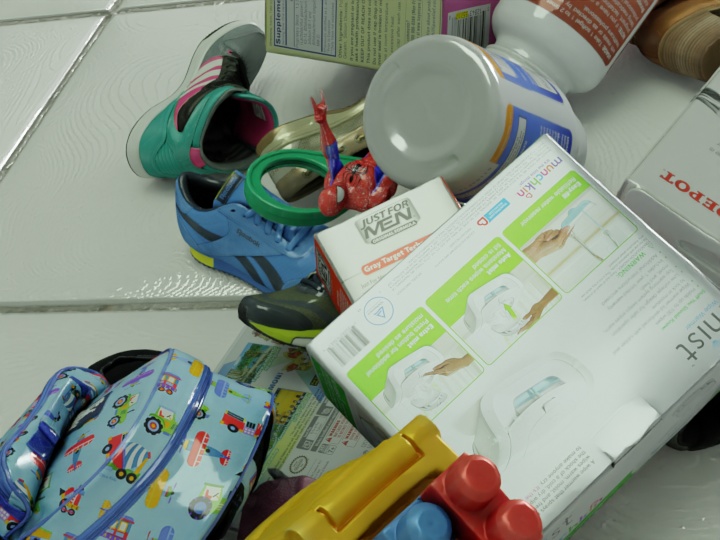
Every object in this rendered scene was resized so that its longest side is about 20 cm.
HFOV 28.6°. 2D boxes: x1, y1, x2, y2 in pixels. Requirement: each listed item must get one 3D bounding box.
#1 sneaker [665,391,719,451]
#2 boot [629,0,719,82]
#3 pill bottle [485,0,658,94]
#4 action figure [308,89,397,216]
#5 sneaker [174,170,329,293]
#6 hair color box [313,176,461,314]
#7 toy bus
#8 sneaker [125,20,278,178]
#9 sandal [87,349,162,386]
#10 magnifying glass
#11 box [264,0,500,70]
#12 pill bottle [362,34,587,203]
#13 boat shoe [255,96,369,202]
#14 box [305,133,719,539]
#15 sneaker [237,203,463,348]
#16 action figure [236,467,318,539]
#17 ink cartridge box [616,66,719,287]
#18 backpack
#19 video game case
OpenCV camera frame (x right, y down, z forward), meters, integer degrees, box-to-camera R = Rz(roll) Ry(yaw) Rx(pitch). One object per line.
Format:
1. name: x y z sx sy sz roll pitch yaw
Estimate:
1. sneaker: 0.193 0.072 0.918 0.199 0.067 0.091 5 41 23
2. boot: 0.330 -0.240 1.254 0.199 0.077 0.155 -33 36 -8
3. pill bottle: 0.184 -0.227 1.212 0.112 0.112 0.200 31 83 44
4. action figure: 0.026 -0.115 1.118 0.065 0.099 0.200 18 41 30
5. sneaker: -0.077 -0.032 1.143 0.199 0.079 0.066 19 49 36
6. hair color box: 0.057 0.048 0.936 0.101 0.061 0.201 -24 67 -10
7. toy bus: 0.044 0.174 0.700 0.136 0.192 0.200 -36 82 -35
8. sneaker: -0.117 -0.158 1.303 0.120 0.084 0.200 9 53 37
9. sandal: -0.147 0.088 1.022 0.076 0.043 0.200 -45 32 -25
10. magnifying glass: -0.001 -0.076 1.157 0.199 0.022 0.080 -12 48 -25
11. box: 0.042 -0.246 1.293 0.199 0.097 0.176 16 25 34
12. pill bottle: 0.096 -0.103 1.066 0.111 0.200 0.113 -3 84 30
13. boat shoe: 0.010 -0.112 1.224 0.199 0.072 0.065 -21 73 -22
14. box: 0.101 0.053 0.840 0.200 0.097 0.176 -42 70 -11
15. sneaker: 0.000 0.000 1.034 0.199 0.081 0.074 -16 23 -27
16. action figure: -0.050 0.221 0.831 0.134 0.148 0.201 -32 31 60
17. ink cartridge box: 0.280 -0.058 0.985 0.146 0.086 0.200 36 59 13
18. backpack: -0.148 0.129 0.843 0.200 0.134 0.183 -43 12 26
19. video game case: -0.040 0.107 1.002 0.181 0.022 0.200 7 45 28
